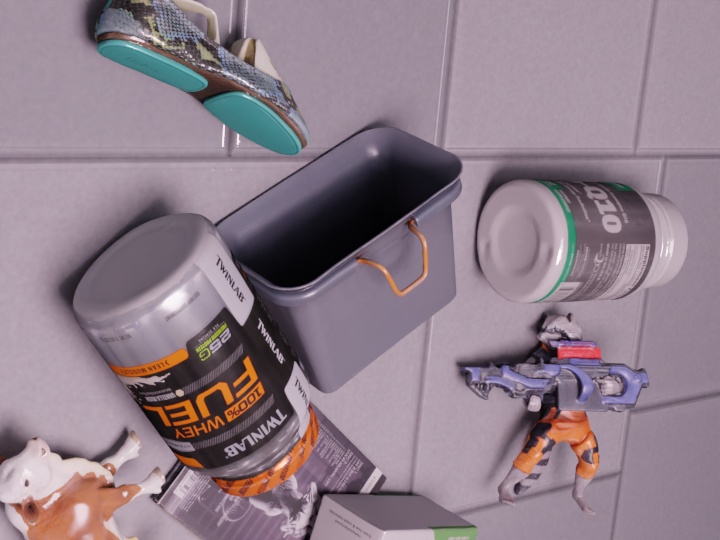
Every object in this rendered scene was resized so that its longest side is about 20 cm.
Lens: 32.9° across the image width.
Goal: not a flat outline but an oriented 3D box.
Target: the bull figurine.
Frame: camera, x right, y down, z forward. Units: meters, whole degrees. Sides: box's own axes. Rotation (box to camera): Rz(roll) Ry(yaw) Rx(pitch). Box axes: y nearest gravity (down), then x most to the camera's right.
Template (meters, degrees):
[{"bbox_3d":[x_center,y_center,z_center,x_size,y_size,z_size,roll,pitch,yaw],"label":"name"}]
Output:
[{"bbox_3d":[-0.203,0.198,0.924,0.120,0.065,0.203,-25,118,-28],"label":"bull figurine"}]

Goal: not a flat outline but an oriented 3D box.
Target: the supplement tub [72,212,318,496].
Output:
[{"bbox_3d":[-0.116,0.068,0.918,0.122,0.122,0.201,-43,123,-21],"label":"supplement tub"}]

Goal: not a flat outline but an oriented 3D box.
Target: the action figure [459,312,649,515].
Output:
[{"bbox_3d":[0.176,0.136,1.219,0.197,0.104,0.197,11,89,-15],"label":"action figure"}]

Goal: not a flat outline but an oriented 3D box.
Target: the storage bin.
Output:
[{"bbox_3d":[0.000,0.000,0.996,0.199,0.145,0.136,-36,133,-25],"label":"storage bin"}]

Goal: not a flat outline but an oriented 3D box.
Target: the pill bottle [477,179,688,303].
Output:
[{"bbox_3d":[0.216,-0.028,1.169,0.198,0.112,0.115,-1,104,-39],"label":"pill bottle"}]

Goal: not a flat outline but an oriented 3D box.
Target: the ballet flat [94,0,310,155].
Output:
[{"bbox_3d":[-0.105,-0.155,0.907,0.199,0.074,0.075,29,85,-43],"label":"ballet flat"}]

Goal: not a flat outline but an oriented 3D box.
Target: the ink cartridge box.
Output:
[{"bbox_3d":[0.009,0.311,1.102,0.145,0.084,0.203,11,98,-48],"label":"ink cartridge box"}]

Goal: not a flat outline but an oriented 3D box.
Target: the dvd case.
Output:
[{"bbox_3d":[-0.072,0.189,1.061,0.150,0.016,0.200,-54,128,-15],"label":"dvd case"}]
